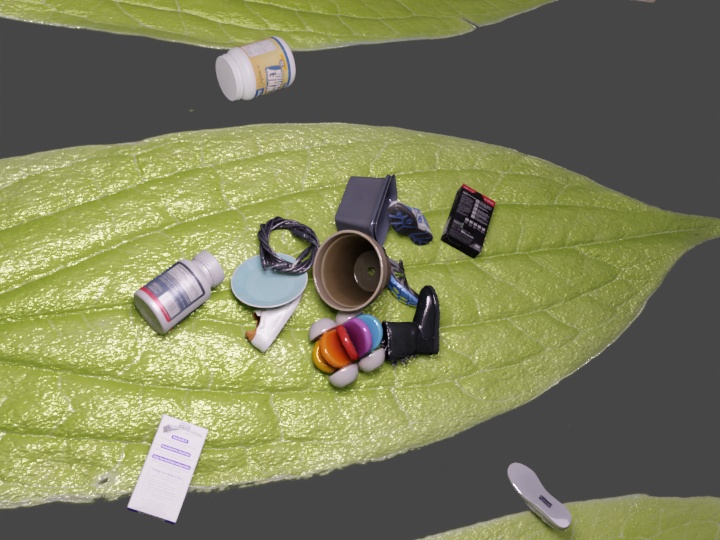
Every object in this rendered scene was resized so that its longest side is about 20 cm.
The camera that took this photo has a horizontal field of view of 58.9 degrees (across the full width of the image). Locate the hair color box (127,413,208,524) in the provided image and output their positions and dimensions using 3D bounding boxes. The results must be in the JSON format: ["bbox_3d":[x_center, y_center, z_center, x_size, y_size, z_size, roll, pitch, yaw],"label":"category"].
[{"bbox_3d":[-0.417,0.431,1.388,0.107,0.065,0.204,22,63,-10],"label":"hair color box"}]

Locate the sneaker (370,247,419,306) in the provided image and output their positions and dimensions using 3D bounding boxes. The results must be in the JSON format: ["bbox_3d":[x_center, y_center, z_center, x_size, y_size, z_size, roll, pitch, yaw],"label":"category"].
[{"bbox_3d":[0.104,0.016,1.774,0.082,0.071,0.200,-38,82,-24],"label":"sneaker"}]

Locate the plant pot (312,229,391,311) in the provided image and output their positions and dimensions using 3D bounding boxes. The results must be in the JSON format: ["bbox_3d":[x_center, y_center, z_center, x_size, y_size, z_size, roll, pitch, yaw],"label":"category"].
[{"bbox_3d":[0.000,0.000,1.664,0.203,0.198,0.173,61,22,12],"label":"plant pot"}]

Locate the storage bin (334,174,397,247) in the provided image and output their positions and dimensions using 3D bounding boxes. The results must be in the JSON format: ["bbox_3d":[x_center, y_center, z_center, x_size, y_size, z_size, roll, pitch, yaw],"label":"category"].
[{"bbox_3d":[0.016,-0.168,1.795,0.131,0.147,0.203,11,60,16],"label":"storage bin"}]

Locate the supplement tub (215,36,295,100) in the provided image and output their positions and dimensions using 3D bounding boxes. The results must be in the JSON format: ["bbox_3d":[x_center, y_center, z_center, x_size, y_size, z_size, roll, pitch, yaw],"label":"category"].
[{"bbox_3d":[-0.301,-0.578,1.835,0.198,0.145,0.146,-28,79,-29],"label":"supplement tub"}]

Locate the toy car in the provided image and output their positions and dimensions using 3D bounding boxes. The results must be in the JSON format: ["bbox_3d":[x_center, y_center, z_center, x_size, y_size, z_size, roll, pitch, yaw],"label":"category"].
[{"bbox_3d":[-0.025,0.178,1.605,0.197,0.150,0.178,-23,76,-28],"label":"toy car"}]

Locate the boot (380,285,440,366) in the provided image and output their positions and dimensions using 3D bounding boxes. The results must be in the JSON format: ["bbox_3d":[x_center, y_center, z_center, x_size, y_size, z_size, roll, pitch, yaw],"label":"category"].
[{"bbox_3d":[0.129,0.145,1.696,0.159,0.073,0.204,-3,93,-23],"label":"boot"}]

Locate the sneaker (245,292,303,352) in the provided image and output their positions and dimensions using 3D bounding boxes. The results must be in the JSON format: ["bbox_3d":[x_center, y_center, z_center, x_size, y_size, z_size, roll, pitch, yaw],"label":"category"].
[{"bbox_3d":[-0.217,0.101,1.607,0.084,0.073,0.202,37,61,-5],"label":"sneaker"}]

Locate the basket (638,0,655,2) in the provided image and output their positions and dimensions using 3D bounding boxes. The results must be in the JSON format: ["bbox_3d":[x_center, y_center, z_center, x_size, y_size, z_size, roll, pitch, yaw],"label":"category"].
[{"bbox_3d":[1.236,-1.293,2.732,0.157,0.198,0.205,-1,67,-24],"label":"basket"}]

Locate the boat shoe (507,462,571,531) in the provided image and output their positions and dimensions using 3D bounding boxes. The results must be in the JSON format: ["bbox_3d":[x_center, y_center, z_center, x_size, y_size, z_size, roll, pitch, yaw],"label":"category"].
[{"bbox_3d":[0.460,0.592,1.662,0.199,0.066,0.072,39,61,24],"label":"boat shoe"}]

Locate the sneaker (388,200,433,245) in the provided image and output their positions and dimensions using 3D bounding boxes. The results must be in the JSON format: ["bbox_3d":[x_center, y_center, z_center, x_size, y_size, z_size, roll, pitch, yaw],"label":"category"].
[{"bbox_3d":[0.137,-0.146,1.830,0.199,0.075,0.079,39,34,-48],"label":"sneaker"}]

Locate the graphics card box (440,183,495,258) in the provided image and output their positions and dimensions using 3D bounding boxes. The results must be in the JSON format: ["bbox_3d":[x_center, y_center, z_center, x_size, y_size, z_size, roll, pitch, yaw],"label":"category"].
[{"bbox_3d":[0.331,-0.152,1.950,0.123,0.051,0.203,27,59,-9],"label":"graphics card box"}]

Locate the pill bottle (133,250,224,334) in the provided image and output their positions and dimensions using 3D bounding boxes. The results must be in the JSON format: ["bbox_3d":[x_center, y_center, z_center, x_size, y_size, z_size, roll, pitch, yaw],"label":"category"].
[{"bbox_3d":[-0.427,0.045,1.523,0.120,0.120,0.199,47,59,4],"label":"pill bottle"}]

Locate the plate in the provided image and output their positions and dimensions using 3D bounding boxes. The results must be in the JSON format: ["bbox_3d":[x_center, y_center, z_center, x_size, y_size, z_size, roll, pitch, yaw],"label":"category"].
[{"bbox_3d":[-0.231,0.029,1.626,0.194,0.026,0.203,0,42,0],"label":"plate"}]

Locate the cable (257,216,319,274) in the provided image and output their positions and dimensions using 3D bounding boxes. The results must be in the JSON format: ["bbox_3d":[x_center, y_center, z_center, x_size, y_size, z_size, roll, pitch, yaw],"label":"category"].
[{"bbox_3d":[-0.188,-0.076,1.676,0.159,0.052,0.203,-7,47,-8],"label":"cable"}]
